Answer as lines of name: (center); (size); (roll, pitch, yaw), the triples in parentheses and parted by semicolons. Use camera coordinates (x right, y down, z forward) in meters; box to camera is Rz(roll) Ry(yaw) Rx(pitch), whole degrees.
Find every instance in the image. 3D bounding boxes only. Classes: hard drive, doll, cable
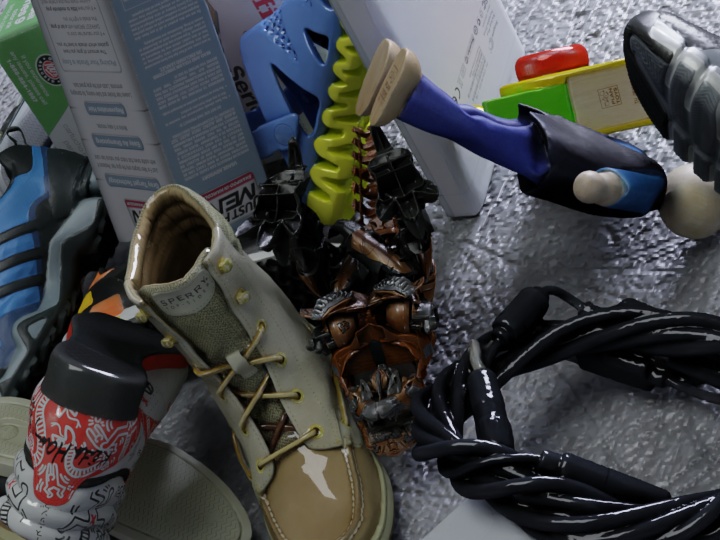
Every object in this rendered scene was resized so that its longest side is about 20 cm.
hard drive: (0.036, -0.145, 1.348); (0.027, 0.200, 0.132); (-3, 50, 26)
doll: (0.100, -0.059, 1.243); (0.136, 0.199, 0.049); (-132, 64, -74)
cable: (0.120, 0.071, 1.151); (0.163, 0.051, 0.200); (-29, 42, -35)

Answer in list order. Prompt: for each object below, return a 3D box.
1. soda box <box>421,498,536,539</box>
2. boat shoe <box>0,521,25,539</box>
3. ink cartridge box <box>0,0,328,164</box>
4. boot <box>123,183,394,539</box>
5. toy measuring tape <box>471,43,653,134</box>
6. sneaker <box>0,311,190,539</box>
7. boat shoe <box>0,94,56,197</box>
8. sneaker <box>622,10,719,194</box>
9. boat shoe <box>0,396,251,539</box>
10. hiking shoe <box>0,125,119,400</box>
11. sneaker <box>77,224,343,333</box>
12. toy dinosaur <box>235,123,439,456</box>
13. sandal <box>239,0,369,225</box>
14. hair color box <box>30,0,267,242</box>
soda box: (0.093, 0.184, 1.091); (0.068, 0.064, 0.200); (-42, 39, -6)
boat shoe: (-0.212, 0.169, 1.333); (0.200, 0.073, 0.063); (13, 58, 44)
ink cartridge box: (-0.102, -0.135, 1.482); (0.199, 0.146, 0.088); (-18, 31, 23)
boot: (-0.056, 0.058, 1.255); (0.072, 0.155, 0.200); (-29, 40, 9)
toy measuring tape: (0.149, -0.098, 1.338); (0.199, 0.074, 0.074); (-12, 43, 5)
sneaker: (-0.142, 0.087, 1.277); (0.201, 0.067, 0.108); (-58, -13, -83)
boat shoe: (-0.198, -0.108, 1.597); (0.071, 0.072, 0.200); (-25, 25, 50)
sneaker: (0.232, -0.079, 1.214); (0.115, 0.075, 0.200); (-37, 69, -17)
boat shoe: (-0.139, 0.131, 1.331); (0.200, 0.068, 0.072); (18, 40, 32)
hiking shoe: (-0.208, 0.014, 1.455); (0.086, 0.074, 0.201); (16, 64, 9)
sneaker: (-0.081, -0.001, 1.402); (0.200, 0.070, 0.090); (-21, 44, 22)
toy dinosaur: (0.000, 0.000, 1.284); (0.102, 0.136, 0.200); (-28, 46, -3)
sandal: (-0.031, -0.122, 1.379); (0.087, 0.201, 0.080); (16, 25, 11)
hair color box: (-0.125, -0.115, 1.375); (0.061, 0.201, 0.099); (-27, 18, -28)
